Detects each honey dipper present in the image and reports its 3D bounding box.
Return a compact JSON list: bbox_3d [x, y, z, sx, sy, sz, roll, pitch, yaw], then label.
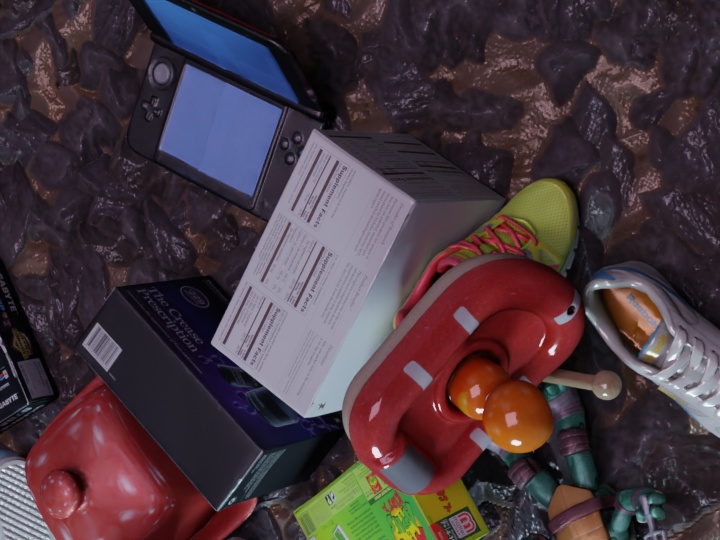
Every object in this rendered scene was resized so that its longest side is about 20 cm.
[{"bbox_3d":[0.125,0.078,1.253,0.200,0.038,0.038,7,98,50],"label":"honey dipper"}]

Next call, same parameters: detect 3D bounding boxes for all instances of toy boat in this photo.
[{"bbox_3d":[0.092,0.086,1.153,0.200,0.131,0.131,-50,43,-5],"label":"toy boat"}]

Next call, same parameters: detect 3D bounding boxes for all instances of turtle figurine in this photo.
[{"bbox_3d":[0.167,0.194,1.241,0.150,0.101,0.200,-29,62,11],"label":"turtle figurine"}]

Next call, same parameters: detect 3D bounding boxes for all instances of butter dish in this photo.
[{"bbox_3d":[-0.231,0.192,1.445,0.199,0.148,0.200,-42,73,25],"label":"butter dish"}]

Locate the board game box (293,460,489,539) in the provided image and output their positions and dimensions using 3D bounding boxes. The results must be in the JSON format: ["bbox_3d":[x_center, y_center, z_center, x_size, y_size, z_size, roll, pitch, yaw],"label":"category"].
[{"bbox_3d":[0.021,0.207,1.305,0.102,0.048,0.200,61,148,12],"label":"board game box"}]

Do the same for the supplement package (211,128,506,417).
[{"bbox_3d":[0.000,0.000,1.289,0.111,0.156,0.200,37,111,25],"label":"supplement package"}]

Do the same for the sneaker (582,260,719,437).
[{"bbox_3d":[0.248,0.071,1.194,0.200,0.081,0.077,40,110,20],"label":"sneaker"}]

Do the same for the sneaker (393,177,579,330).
[{"bbox_3d":[0.099,0.001,1.242,0.078,0.090,0.200,36,81,28],"label":"sneaker"}]

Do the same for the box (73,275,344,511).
[{"bbox_3d":[-0.129,0.101,1.381,0.200,0.141,0.079,45,112,19],"label":"box"}]

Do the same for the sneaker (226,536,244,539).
[{"bbox_3d":[-0.113,0.342,1.445,0.099,0.075,0.200,11,98,6],"label":"sneaker"}]

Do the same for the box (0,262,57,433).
[{"bbox_3d":[-0.414,0.101,1.602,0.200,0.046,0.159,-31,78,28],"label":"box"}]

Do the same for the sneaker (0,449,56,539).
[{"bbox_3d":[-0.338,0.270,1.571,0.082,0.074,0.200,-157,63,-63],"label":"sneaker"}]

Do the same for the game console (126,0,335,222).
[{"bbox_3d":[-0.137,-0.148,1.379,0.200,0.119,0.173,28,107,26],"label":"game console"}]
